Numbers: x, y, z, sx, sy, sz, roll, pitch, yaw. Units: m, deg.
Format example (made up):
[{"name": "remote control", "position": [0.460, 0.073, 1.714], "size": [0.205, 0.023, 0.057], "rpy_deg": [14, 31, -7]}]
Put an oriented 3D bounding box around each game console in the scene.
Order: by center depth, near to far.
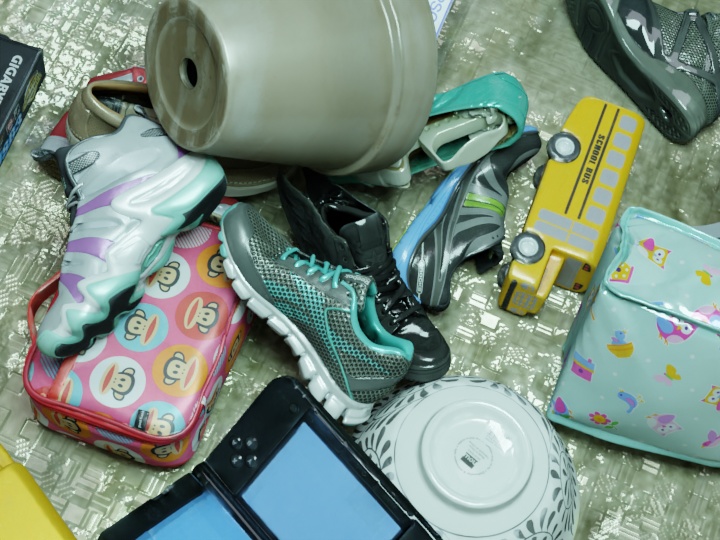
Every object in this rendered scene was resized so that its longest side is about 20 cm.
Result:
[{"name": "game console", "position": [-0.065, 0.210, 1.154], "size": [0.200, 0.116, 0.176], "rpy_deg": [46, 109, 16]}]

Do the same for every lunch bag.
[{"name": "lunch bag", "position": [0.271, 0.066, 1.226], "size": [0.198, 0.171, 0.123], "rpy_deg": [19, 44, 4]}, {"name": "lunch bag", "position": [-0.187, 0.046, 1.252], "size": [0.174, 0.082, 0.202], "rpy_deg": [17, 62, 7]}]

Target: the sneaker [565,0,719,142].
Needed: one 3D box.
[{"name": "sneaker", "position": [0.279, -0.224, 1.429], "size": [0.114, 0.076, 0.200], "rpy_deg": [-34, 75, -22]}]

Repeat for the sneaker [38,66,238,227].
[{"name": "sneaker", "position": [-0.170, -0.105, 1.328], "size": [0.198, 0.071, 0.113], "rpy_deg": [23, 67, 8]}]

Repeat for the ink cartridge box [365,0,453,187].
[{"name": "ink cartridge box", "position": [-0.041, -0.202, 1.343], "size": [0.198, 0.043, 0.200], "rpy_deg": [24, 94, -11]}]

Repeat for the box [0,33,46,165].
[{"name": "box", "position": [-0.403, -0.136, 1.335], "size": [0.196, 0.050, 0.202], "rpy_deg": [19, 64, 5]}]

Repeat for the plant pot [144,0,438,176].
[{"name": "plant pot", "position": [-0.068, -0.163, 1.193], "size": [0.172, 0.200, 0.201], "rpy_deg": [-15, 64, -37]}]

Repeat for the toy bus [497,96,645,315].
[{"name": "toy bus", "position": [0.183, -0.053, 1.341], "size": [0.077, 0.065, 0.202], "rpy_deg": [21, 63, 3]}]

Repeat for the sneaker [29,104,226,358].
[{"name": "sneaker", "position": [-0.214, -0.041, 1.191], "size": [0.139, 0.078, 0.200], "rpy_deg": [38, 74, 9]}]

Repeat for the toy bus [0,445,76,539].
[{"name": "toy bus", "position": [-0.247, 0.217, 1.150], "size": [0.065, 0.079, 0.200], "rpy_deg": [-34, 72, -20]}]

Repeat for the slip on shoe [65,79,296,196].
[{"name": "slip on shoe", "position": [-0.142, -0.116, 1.266], "size": [0.198, 0.061, 0.077], "rpy_deg": [13, 55, -16]}]

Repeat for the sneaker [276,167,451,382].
[{"name": "sneaker", "position": [0.002, -0.001, 1.257], "size": [0.060, 0.105, 0.199], "rpy_deg": [-26, 49, -31]}]

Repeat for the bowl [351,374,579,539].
[{"name": "bowl", "position": [0.086, 0.160, 1.211], "size": [0.198, 0.094, 0.203], "rpy_deg": [2, 65, -5]}]

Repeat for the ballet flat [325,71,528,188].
[{"name": "ballet flat", "position": [0.049, -0.109, 1.296], "size": [0.198, 0.068, 0.071], "rpy_deg": [-20, 41, 7]}]

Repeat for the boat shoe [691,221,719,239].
[{"name": "boat shoe", "position": [0.300, -0.002, 1.327], "size": [0.198, 0.066, 0.072], "rpy_deg": [-17, 44, -17]}]

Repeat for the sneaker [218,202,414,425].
[{"name": "sneaker", "position": [-0.030, 0.020, 1.211], "size": [0.201, 0.091, 0.078], "rpy_deg": [52, 26, -3]}]

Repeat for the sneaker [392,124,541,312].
[{"name": "sneaker", "position": [0.098, -0.045, 1.333], "size": [0.082, 0.071, 0.200], "rpy_deg": [38, 68, 0]}]
